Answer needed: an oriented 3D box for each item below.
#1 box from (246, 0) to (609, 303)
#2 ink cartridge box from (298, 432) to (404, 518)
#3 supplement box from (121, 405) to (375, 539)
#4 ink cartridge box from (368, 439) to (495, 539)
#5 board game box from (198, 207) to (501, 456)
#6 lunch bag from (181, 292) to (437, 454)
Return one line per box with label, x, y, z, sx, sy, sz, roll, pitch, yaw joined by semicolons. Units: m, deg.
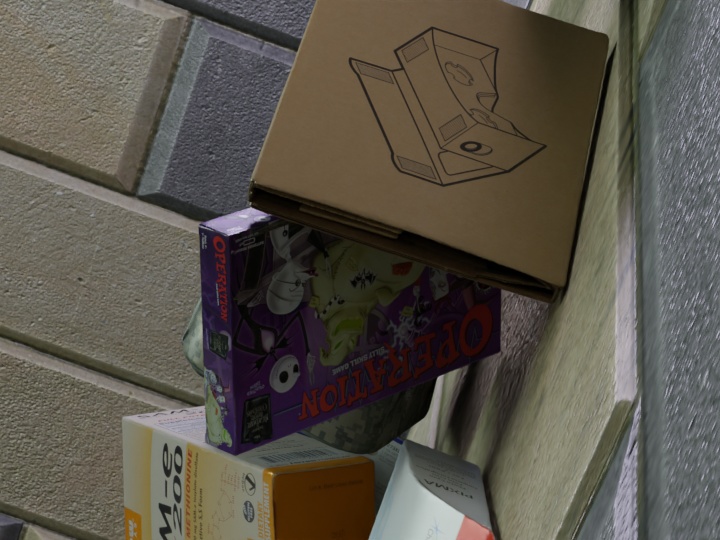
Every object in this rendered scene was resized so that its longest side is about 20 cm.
box;0.041;-0.080;1.231;0.201;0.163;0.021;-73;1;-46
ink cartridge box;-0.024;0.154;1.517;0.037;0.094;0.201;-50;-14;-48
supplement box;-0.072;0.162;1.450;0.200;0.073;0.127;11;104;58
ink cartridge box;0.015;0.182;1.144;0.200;0.047;0.161;-79;9;-82
board game box;-0.001;0.011;1.239;0.199;0.032;0.121;-20;-59;-41
lunch bag;0.000;0.000;1.389;0.169;0.139;0.200;-67;-12;10
